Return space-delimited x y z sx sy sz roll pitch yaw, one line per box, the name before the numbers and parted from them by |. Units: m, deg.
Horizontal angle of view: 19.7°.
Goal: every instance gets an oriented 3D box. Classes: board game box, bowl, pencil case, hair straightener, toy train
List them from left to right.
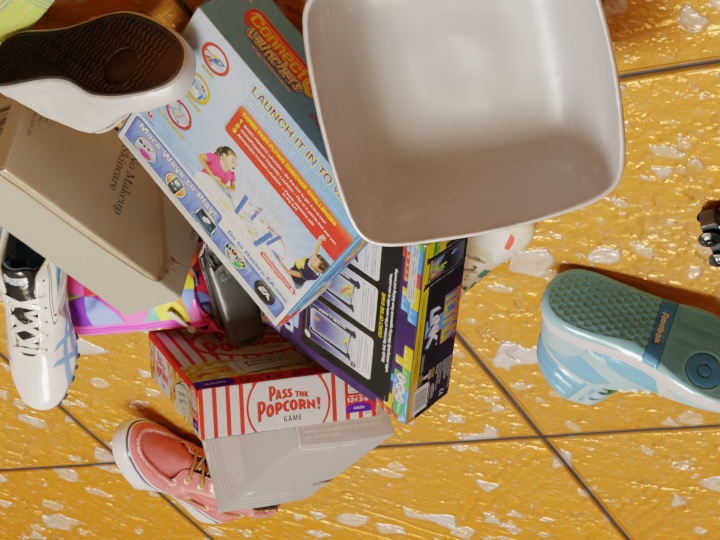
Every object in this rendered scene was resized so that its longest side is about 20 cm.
pencil case | -0.200 0.017 1.813 0.200 0.088 0.088 -2 146 29
hair straightener | -0.109 -0.024 1.680 0.041 0.077 0.200 -16 119 -14
board game box | -0.087 0.088 1.762 0.151 0.046 0.200 -7 -166 -17
board game box | -0.072 -0.083 1.532 0.200 0.056 0.196 51 146 4
board game box | 0.000 0.000 1.620 0.165 0.057 0.200 36 142 27
bowl | 0.070 -0.129 1.393 0.200 0.075 0.200 -12 110 4
toy train | 0.316 0.012 1.653 0.046 0.034 0.200 -13 141 20

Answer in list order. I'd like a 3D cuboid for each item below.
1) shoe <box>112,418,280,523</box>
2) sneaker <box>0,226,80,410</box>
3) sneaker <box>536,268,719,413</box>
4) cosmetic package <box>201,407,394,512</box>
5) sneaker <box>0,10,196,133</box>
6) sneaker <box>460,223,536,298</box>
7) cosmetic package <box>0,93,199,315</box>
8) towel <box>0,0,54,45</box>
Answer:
shoe | -0.164 0.204 2.125 0.091 0.072 0.200 -9 148 30
sneaker | -0.283 0.025 1.769 0.072 0.072 0.200 7 104 24
sneaker | 0.238 0.080 1.740 0.200 0.080 0.131 28 151 9
cosmetic package | -0.062 0.155 1.953 0.107 0.090 0.200 -6 162 -28
sneaker | -0.180 -0.141 1.527 0.200 0.073 0.085 7 159 42
sneaker | 0.070 0.008 1.683 0.070 0.093 0.200 30 146 -25
cosmetic package | -0.225 -0.060 1.681 0.073 0.104 0.200 -17 139 39
towel | -0.333 -0.228 1.528 0.200 0.023 0.144 28 146 -24
